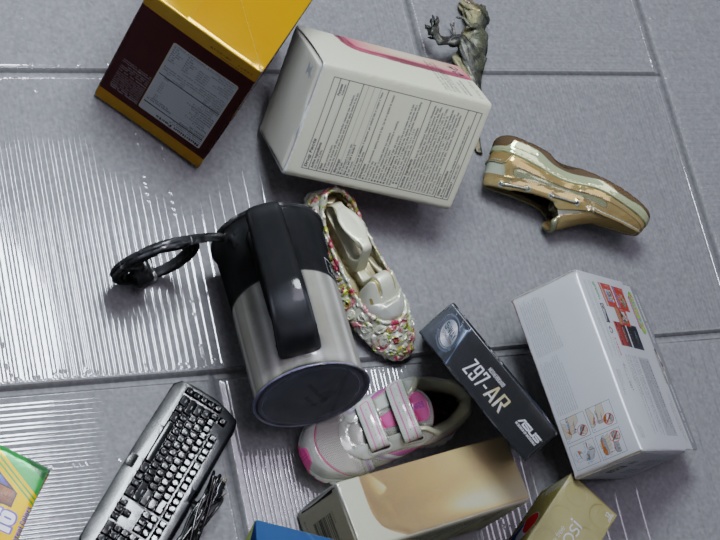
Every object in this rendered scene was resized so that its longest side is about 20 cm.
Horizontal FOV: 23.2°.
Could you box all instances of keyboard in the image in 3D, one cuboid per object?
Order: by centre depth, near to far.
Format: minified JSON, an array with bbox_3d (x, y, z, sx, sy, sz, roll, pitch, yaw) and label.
[{"bbox_3d":[-0.172,0.199,1.642,0.104,0.040,0.201,34,57,-8],"label":"keyboard"}]

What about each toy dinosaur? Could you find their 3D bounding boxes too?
[{"bbox_3d":[0.109,-0.236,1.988,0.088,0.047,0.202,16,64,-27],"label":"toy dinosaur"}]

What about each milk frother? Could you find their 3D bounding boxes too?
[{"bbox_3d":[-0.118,0.046,1.682,0.199,0.181,0.189,-24,58,11],"label":"milk frother"}]

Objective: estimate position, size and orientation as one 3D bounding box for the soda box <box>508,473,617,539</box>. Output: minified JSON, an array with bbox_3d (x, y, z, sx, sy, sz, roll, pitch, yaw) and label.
[{"bbox_3d":[0.174,0.301,1.750,0.068,0.064,0.200,42,56,-2],"label":"soda box"}]

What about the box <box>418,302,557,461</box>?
[{"bbox_3d":[0.126,0.107,1.747,0.043,0.200,0.161,-39,86,2],"label":"box"}]

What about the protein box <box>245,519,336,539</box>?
[{"bbox_3d":[-0.020,0.354,1.540,0.198,0.136,0.199,17,32,-18],"label":"protein box"}]

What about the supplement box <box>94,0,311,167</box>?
[{"bbox_3d":[-0.142,-0.252,1.774,0.132,0.200,0.198,35,56,-6],"label":"supplement box"}]

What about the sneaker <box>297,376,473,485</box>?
[{"bbox_3d":[0.028,0.147,1.736,0.199,0.088,0.082,-20,76,-32],"label":"sneaker"}]

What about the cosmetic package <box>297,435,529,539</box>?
[{"bbox_3d":[0.051,0.228,1.701,0.199,0.105,0.072,-12,72,-32],"label":"cosmetic package"}]

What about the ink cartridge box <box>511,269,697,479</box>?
[{"bbox_3d":[0.261,0.114,1.853,0.175,0.083,0.202,12,56,-59],"label":"ink cartridge box"}]

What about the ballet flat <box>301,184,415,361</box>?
[{"bbox_3d":[0.000,0.000,1.808,0.075,0.064,0.201,-28,81,-33],"label":"ballet flat"}]

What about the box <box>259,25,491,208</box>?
[{"bbox_3d":[0.014,-0.159,1.828,0.198,0.129,0.109,12,25,-24],"label":"box"}]

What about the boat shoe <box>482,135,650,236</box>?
[{"bbox_3d":[0.226,-0.075,1.962,0.199,0.072,0.077,24,72,-6],"label":"boat shoe"}]

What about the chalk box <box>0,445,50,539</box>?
[{"bbox_3d":[-0.388,0.194,1.485,0.199,0.125,0.125,30,57,-12],"label":"chalk box"}]
